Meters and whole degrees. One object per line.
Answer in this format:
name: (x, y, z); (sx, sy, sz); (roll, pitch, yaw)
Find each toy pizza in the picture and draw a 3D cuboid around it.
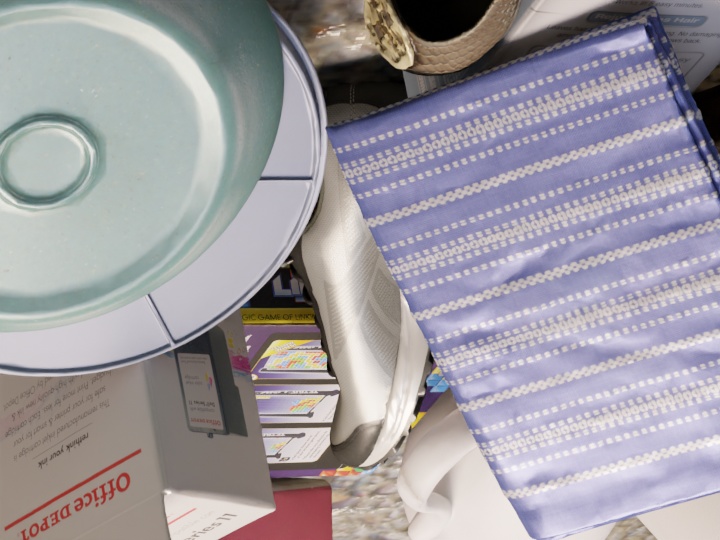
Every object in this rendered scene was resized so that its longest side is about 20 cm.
toy pizza: (-0.111, -0.043, 1.017); (0.199, 0.032, 0.201); (-10, 129, -13)

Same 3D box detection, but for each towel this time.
towel: (0.090, 0.008, 1.008); (0.144, 0.201, 0.024); (-19, -161, 24)

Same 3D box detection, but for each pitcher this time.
pitcher: (0.072, 0.099, 1.355); (0.171, 0.121, 0.200); (-27, 160, -27)

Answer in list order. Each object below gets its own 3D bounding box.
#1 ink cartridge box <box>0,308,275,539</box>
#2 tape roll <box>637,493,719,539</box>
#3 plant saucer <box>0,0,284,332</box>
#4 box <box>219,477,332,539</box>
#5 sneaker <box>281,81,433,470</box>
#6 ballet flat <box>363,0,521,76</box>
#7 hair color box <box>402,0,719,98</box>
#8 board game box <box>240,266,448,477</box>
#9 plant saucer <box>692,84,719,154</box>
ink cartridge box: (-0.106, 0.067, 1.130); (0.067, 0.201, 0.117); (14, 146, -44)
tape roll: (0.210, 0.055, 1.220); (0.202, 0.139, 0.203); (-24, 139, -22)
plant saucer: (-0.120, -0.048, 0.965); (0.199, 0.036, 0.201); (-10, 129, -13)
box: (-0.110, 0.166, 1.364); (0.127, 0.110, 0.200); (-1, 178, 24)
sneaker: (0.000, 0.000, 1.141); (0.079, 0.074, 0.201); (6, 124, -1)
ballet flat: (0.042, -0.120, 0.921); (0.046, 0.068, 0.200); (-30, 177, -30)
hair color box: (0.097, -0.115, 0.992); (0.099, 0.061, 0.200); (0, 154, -23)
board game box: (-0.041, 0.043, 1.285); (0.165, 0.057, 0.200); (1, 154, -21)
plant saucer: (0.120, -0.035, 1.104); (0.200, 0.035, 0.200); (-26, -170, 5)
